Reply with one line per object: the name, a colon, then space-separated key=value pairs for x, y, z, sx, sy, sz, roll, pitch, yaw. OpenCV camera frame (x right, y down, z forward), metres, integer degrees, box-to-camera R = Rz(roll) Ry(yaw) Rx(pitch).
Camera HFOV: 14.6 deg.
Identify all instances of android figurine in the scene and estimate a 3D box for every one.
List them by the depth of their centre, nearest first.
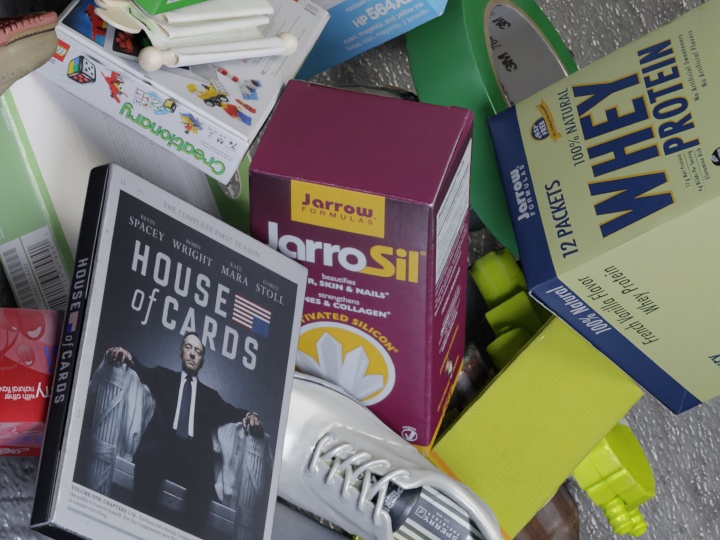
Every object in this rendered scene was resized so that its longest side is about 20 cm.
android figurine: x=0.134 y=0.082 z=1.829 sx=0.201 sy=0.041 sz=0.182 roll=63 pitch=12 yaw=12

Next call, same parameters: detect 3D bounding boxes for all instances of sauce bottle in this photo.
sauce bottle: x=0.096 y=0.141 z=1.787 sx=0.201 sy=0.064 sz=0.065 roll=59 pitch=37 yaw=-16

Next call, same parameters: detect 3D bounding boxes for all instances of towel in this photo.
towel: x=0.083 y=0.118 z=1.720 sx=0.200 sy=0.018 sz=0.086 roll=-46 pitch=115 yaw=-12

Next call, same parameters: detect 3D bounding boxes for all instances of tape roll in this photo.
tape roll: x=0.101 y=-0.102 z=1.841 sx=0.200 sy=0.048 sz=0.201 roll=46 pitch=29 yaw=-35

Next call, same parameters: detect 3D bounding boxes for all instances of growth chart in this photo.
growth chart: x=-0.125 y=-0.177 z=1.595 sx=0.144 sy=0.018 sz=0.200 roll=-3 pitch=43 yaw=-44

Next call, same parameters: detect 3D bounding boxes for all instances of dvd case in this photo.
dvd case: x=-0.097 y=0.063 z=1.470 sx=0.150 sy=0.025 sz=0.201 roll=29 pitch=59 yaw=-39

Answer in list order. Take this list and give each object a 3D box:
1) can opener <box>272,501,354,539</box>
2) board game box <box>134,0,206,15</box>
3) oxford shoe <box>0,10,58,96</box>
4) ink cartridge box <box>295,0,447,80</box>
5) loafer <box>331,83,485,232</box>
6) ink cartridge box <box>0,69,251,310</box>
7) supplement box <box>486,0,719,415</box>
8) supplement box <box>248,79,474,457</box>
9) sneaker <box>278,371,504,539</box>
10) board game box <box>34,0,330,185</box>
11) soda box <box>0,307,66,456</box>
can opener: x=-0.073 y=0.156 z=1.582 sx=0.200 sy=0.053 sz=0.067 roll=31 pitch=78 yaw=-41
board game box: x=-0.136 y=-0.233 z=1.609 sx=0.200 sy=0.040 sz=0.153 roll=42 pitch=32 yaw=18
oxford shoe: x=-0.228 y=-0.071 z=1.455 sx=0.200 sy=0.070 sz=0.075 roll=-35 pitch=109 yaw=-32
ink cartridge box: x=-0.039 y=-0.246 z=1.753 sx=0.200 sy=0.125 sz=0.129 roll=48 pitch=40 yaw=-27
loafer: x=0.025 y=-0.081 z=1.817 sx=0.200 sy=0.072 sz=0.063 roll=28 pitch=32 yaw=-51
ink cartridge box: x=-0.136 y=-0.051 z=1.595 sx=0.200 sy=0.048 sz=0.146 roll=-22 pitch=91 yaw=-58
supplement box: x=0.219 y=-0.042 z=1.712 sx=0.200 sy=0.199 sz=0.135 roll=37 pitch=33 yaw=-47
supplement box: x=0.000 y=0.000 z=1.609 sx=0.086 sy=0.110 sz=0.201 roll=-66 pitch=163 yaw=-45
sneaker: x=0.004 y=0.115 z=1.590 sx=0.199 sy=0.071 sz=0.073 roll=28 pitch=87 yaw=-17
board game box: x=-0.098 y=-0.132 z=1.605 sx=0.126 sy=0.035 sz=0.200 roll=31 pitch=29 yaw=-2
soda box: x=-0.146 y=0.061 z=1.489 sx=0.199 sy=0.070 sz=0.064 roll=3 pitch=70 yaw=-46
